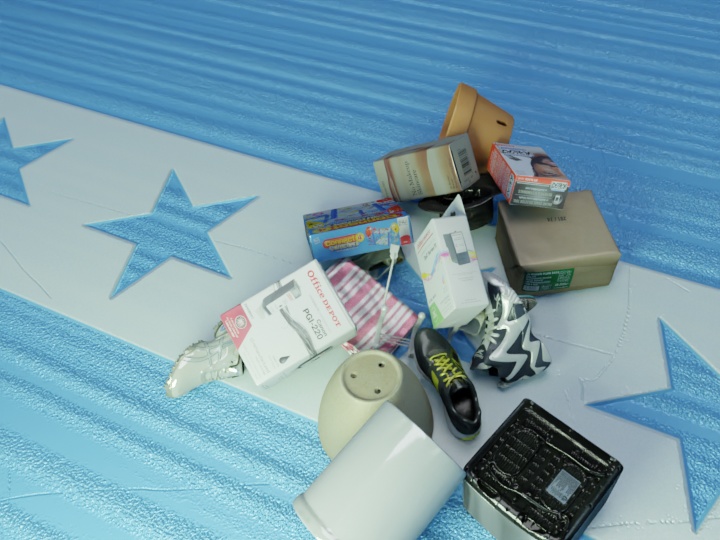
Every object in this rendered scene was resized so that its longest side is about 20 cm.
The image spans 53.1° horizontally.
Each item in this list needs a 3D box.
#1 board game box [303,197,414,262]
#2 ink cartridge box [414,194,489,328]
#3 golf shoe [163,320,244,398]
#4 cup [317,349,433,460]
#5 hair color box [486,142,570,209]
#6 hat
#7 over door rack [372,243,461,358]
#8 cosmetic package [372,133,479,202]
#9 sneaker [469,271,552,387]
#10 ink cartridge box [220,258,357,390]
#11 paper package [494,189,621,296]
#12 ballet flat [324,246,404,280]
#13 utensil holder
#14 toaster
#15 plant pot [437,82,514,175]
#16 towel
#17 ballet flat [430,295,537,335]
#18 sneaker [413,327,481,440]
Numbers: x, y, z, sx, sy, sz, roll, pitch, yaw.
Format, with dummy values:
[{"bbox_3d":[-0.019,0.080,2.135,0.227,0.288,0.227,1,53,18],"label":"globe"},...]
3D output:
[{"bbox_3d":[-0.010,-0.085,1.447,0.197,0.057,0.196,-12,17,-6],"label":"board game box"},{"bbox_3d":[0.147,-0.015,1.229,0.066,0.117,0.202,-6,70,-15],"label":"ink cartridge box"},{"bbox_3d":[-0.259,0.167,1.294,0.097,0.079,0.200,33,59,23],"label":"golf shoe"},{"bbox_3d":[0.022,0.212,1.177,0.198,0.144,0.202,-2,48,2],"label":"cup"},{"bbox_3d":[0.329,-0.191,1.431,0.109,0.065,0.201,5,28,-7],"label":"hair color box"},{"bbox_3d":[0.223,-0.128,1.498,0.198,0.082,0.201,-14,20,5],"label":"hat"},{"bbox_3d":[0.109,0.056,1.287,0.146,0.067,0.203,12,81,-6],"label":"over door rack"},{"bbox_3d":[0.136,-0.211,1.513,0.198,0.104,0.087,-7,19,42],"label":"cosmetic package"},{"bbox_3d":[0.230,0.113,1.256,0.129,0.079,0.201,-31,95,-9],"label":"sneaker"},{"bbox_3d":[-0.123,0.095,1.263,0.199,0.085,0.147,-30,77,-7],"label":"ink cartridge box"},{"bbox_3d":[0.380,-0.054,1.413,0.197,0.104,0.192,-7,47,-2],"label":"paper package"},{"bbox_3d":[0.000,0.000,1.429,0.198,0.067,0.064,-26,78,-15],"label":"ballet flat"},{"bbox_3d":[0.031,0.313,1.026,0.200,0.170,0.170,-47,57,-7],"label":"utensil holder"},{"bbox_3d":[0.261,0.324,1.070,0.180,0.119,0.200,33,58,30],"label":"toaster"},{"bbox_3d":[0.252,-0.298,1.599,0.138,0.201,0.201,17,49,-1],"label":"plant pot"},{"bbox_3d":[-0.003,0.073,1.338,0.200,0.030,0.146,40,63,11],"label":"towel"},{"bbox_3d":[0.226,0.084,1.337,0.197,0.068,0.076,1,69,14],"label":"ballet flat"},{"bbox_3d":[0.153,0.179,1.199,0.074,0.085,0.201,-24,72,-13],"label":"sneaker"}]
